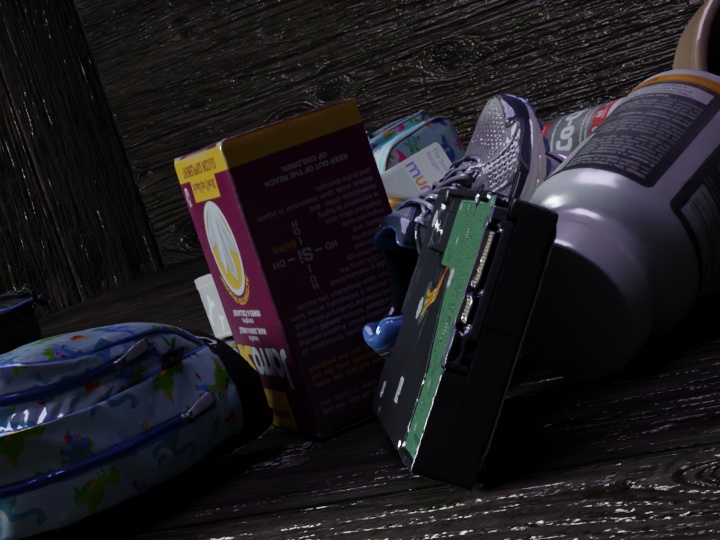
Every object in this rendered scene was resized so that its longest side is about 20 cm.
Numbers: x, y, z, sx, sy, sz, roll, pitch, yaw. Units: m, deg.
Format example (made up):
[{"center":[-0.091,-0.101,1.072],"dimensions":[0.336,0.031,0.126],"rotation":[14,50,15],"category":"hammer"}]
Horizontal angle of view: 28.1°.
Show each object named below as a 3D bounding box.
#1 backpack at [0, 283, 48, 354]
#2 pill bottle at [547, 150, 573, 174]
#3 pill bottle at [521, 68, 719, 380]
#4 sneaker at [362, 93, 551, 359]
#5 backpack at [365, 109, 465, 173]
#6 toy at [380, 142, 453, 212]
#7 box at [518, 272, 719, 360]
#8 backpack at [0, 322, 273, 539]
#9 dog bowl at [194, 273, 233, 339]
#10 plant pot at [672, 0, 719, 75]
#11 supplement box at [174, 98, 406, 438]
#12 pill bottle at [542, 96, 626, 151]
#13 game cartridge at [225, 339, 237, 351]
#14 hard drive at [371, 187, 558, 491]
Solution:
[{"center":[-0.498,0.108,1.765],"dimensions":[0.189,0.155,0.199],"rotation":[-4,7,37],"category":"backpack"},{"center":[0.130,-0.037,1.202],"dimensions":[0.119,0.120,0.200],"rotation":[-15,6,35],"category":"pill bottle"},{"center":[0.166,-0.029,0.867],"dimensions":[0.116,0.117,0.200],"rotation":[-13,23,47],"category":"pill bottle"},{"center":[0.057,-0.027,0.904],"dimensions":[0.085,0.201,0.077],"rotation":[22,-17,-17],"category":"sneaker"},{"center":[0.031,-0.061,1.505],"dimensions":[0.199,0.179,0.150],"rotation":[-27,4,-34],"category":"backpack"},{"center":[0.006,0.003,1.102],"dimensions":[0.199,0.115,0.047],"rotation":[-29,16,24],"category":"toy"},{"center":[0.147,0.017,1.019],"dimensions":[0.199,0.041,0.156],"rotation":[-20,6,-2],"category":"box"},{"center":[-0.176,0.099,0.886],"dimensions":[0.162,0.155,0.200],"rotation":[-7,23,33],"category":"backpack"},{"center":[-0.052,0.024,1.335],"dimensions":[0.198,0.059,0.200],"rotation":[-9,-5,-1],"category":"dog bowl"},{"center":[0.304,-0.108,1.095],"dimensions":[0.199,0.201,0.175],"rotation":[-21,-11,-21],"category":"plant pot"},{"center":[-0.037,-0.002,0.975],"dimensions":[0.103,0.201,0.131],"rotation":[-21,6,-21],"category":"supplement box"},{"center":[0.271,-0.137,1.758],"dimensions":[0.113,0.115,0.199],"rotation":[-23,7,-39],"category":"pill bottle"},{"center":[-0.140,0.094,1.273],"dimensions":[0.199,0.041,0.133],"rotation":[-14,3,40],"category":"game cartridge"},{"center":[0.051,0.028,0.765],"dimensions":[0.038,0.141,0.200],"rotation":[17,1,-5],"category":"hard drive"}]
